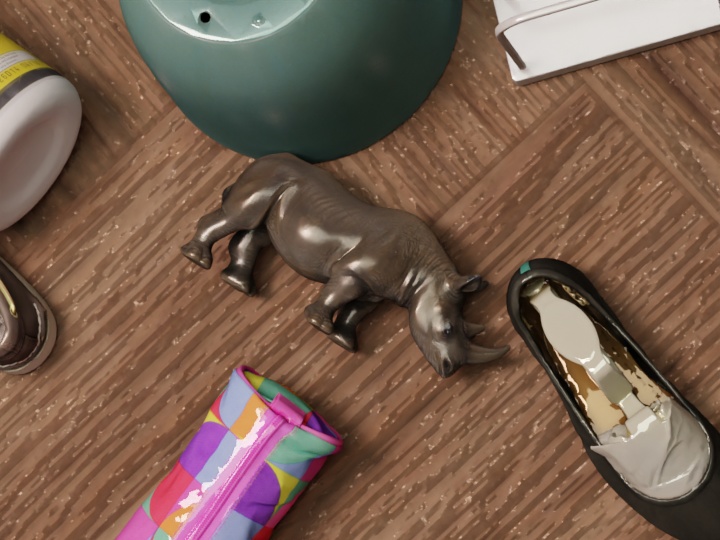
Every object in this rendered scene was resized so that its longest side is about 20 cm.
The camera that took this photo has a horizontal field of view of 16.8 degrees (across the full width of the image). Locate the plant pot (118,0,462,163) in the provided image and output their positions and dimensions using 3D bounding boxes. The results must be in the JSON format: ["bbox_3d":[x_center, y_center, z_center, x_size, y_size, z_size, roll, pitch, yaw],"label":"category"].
[{"bbox_3d":[-0.053,-0.174,1.418,0.200,0.161,0.202,-2,83,13],"label":"plant pot"}]

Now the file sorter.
[{"bbox_3d":[0.124,-0.232,1.405,0.138,0.125,0.201,-15,79,10],"label":"file sorter"}]

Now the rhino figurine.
[{"bbox_3d":[0.000,0.000,1.434,0.199,0.060,0.088,28,84,12],"label":"rhino figurine"}]

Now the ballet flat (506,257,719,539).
[{"bbox_3d":[0.146,0.077,1.386,0.068,0.068,0.200,-41,76,4],"label":"ballet flat"}]

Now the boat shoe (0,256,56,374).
[{"bbox_3d":[-0.273,-0.012,1.497,0.200,0.060,0.072,41,93,15],"label":"boat shoe"}]

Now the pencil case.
[{"bbox_3d":[-0.095,0.154,1.423,0.088,0.088,0.200,34,90,15],"label":"pencil case"}]

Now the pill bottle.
[{"bbox_3d":[-0.277,-0.117,1.485,0.200,0.112,0.112,35,91,15],"label":"pill bottle"}]
